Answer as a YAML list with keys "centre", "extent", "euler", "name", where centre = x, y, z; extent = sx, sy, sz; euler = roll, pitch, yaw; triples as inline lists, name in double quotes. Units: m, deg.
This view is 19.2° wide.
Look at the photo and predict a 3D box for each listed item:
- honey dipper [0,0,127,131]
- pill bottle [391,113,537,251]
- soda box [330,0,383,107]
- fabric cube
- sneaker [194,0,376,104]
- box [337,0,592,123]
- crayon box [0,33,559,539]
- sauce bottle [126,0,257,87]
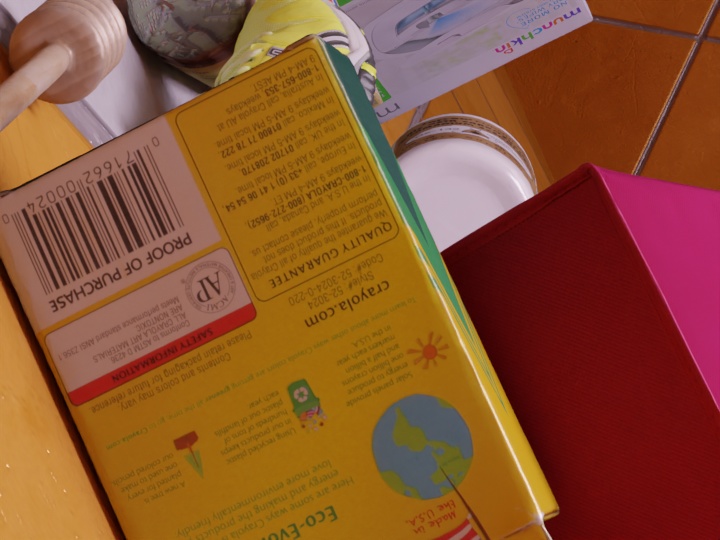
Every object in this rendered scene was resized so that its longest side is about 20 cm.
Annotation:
- centre: [-0.119, -0.064, 0.740]
  extent: [0.038, 0.038, 0.200]
  euler: [62, 13, -12]
  name: "honey dipper"
- centre: [0.066, -0.048, 1.471]
  extent: [0.115, 0.114, 0.200]
  euler: [62, 9, -10]
  name: "pill bottle"
- centre: [-0.059, -0.181, 1.300]
  extent: [0.200, 0.064, 0.068]
  euler: [67, 10, 15]
  name: "soda box"
- centre: [0.085, 0.096, 0.788]
  extent: [0.199, 0.200, 0.197]
  euler: [1, 62, -62]
  name: "fabric cube"
- centre: [-0.044, -0.066, 0.941]
  extent: [0.076, 0.075, 0.200]
  euler: [30, 36, -26]
  name: "sneaker"
- centre: [0.035, -0.200, 1.457]
  extent: [0.097, 0.200, 0.176]
  euler: [68, 9, 25]
  name: "box"
- centre: [-0.023, 0.043, 0.680]
  extent: [0.200, 0.127, 0.051]
  euler: [66, 9, 8]
  name: "crayon box"
- centre: [-0.064, -0.125, 1.112]
  extent: [0.065, 0.065, 0.200]
  euler: [65, 10, 7]
  name: "sauce bottle"
